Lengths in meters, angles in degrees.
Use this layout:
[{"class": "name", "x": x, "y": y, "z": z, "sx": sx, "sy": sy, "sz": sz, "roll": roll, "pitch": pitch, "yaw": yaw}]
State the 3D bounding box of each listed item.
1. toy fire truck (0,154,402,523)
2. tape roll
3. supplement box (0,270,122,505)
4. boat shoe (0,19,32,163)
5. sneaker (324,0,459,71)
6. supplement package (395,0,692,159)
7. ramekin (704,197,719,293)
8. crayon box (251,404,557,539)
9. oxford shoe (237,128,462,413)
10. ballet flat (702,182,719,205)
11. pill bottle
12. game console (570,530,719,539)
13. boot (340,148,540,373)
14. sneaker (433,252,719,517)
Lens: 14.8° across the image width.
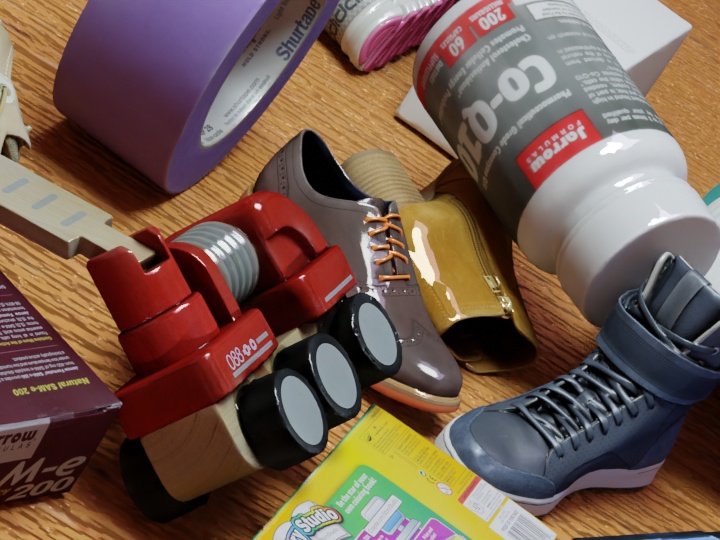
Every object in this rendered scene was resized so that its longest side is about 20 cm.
[{"class": "toy fire truck", "x": -0.096, "y": 0.005, "z": 1.379, "sx": 0.201, "sy": 0.128, "sz": 0.176, "roll": 62, "pitch": 26, "yaw": -7}, {"class": "tape roll", "x": -0.085, "y": -0.149, "z": 1.605, "sx": 0.085, "sy": 0.200, "sz": 0.200, "roll": 36, "pitch": 26, "yaw": 6}, {"class": "supplement box", "x": -0.218, "y": 0.024, "z": 1.310, "sx": 0.200, "sy": 0.061, "sz": 0.109, "roll": 45, "pitch": 28, "yaw": 25}, {"class": "boat shoe", "x": -0.212, "y": -0.072, "z": 1.482, "sx": 0.065, "sy": 0.072, "sz": 0.200, "roll": 37, "pitch": 25, "yaw": -15}, {"class": "sneaker", "x": 0.022, "y": -0.205, "z": 1.970, "sx": 0.087, "sy": 0.074, "sz": 0.200, "roll": 44, "pitch": 32, "yaw": 9}, {"class": "supplement package", "x": 0.130, "y": -0.140, "z": 1.932, "sx": 0.117, "sy": 0.118, "sz": 0.200, "roll": 37, "pitch": 26, "yaw": 10}, {"class": "ramekin", "x": 0.262, "y": 0.039, "z": 1.717, "sx": 0.202, "sy": 0.094, "sz": 0.202, "roll": 44, "pitch": 6, "yaw": -6}, {"class": "crayon box", "x": 0.010, "y": 0.152, "z": 1.350, "sx": 0.118, "sy": 0.058, "sz": 0.200, "roll": 35, "pitch": 26, "yaw": 6}, {"class": "oxford shoe", "x": 0.000, "y": 0.000, "z": 1.587, "sx": 0.071, "sy": 0.073, "sz": 0.200, "roll": 0, "pitch": 41, "yaw": -49}, {"class": "ballet flat", "x": 0.255, "y": -0.011, "z": 1.932, "sx": 0.066, "sy": 0.070, "sz": 0.200, "roll": 59, "pitch": 28, "yaw": -8}, {"class": "pill bottle", "x": 0.124, "y": -0.070, "z": 1.658, "sx": 0.113, "sy": 0.114, "sz": 0.200, "roll": 5, "pitch": 43, "yaw": -45}, {"class": "game console", "x": 0.219, "y": 0.127, "z": 1.496, "sx": 0.172, "sy": 0.120, "sz": 0.199, "roll": 18, "pitch": 10, "yaw": 43}, {"class": "boot", "x": 0.074, "y": -0.001, "z": 1.700, "sx": 0.201, "sy": 0.071, "sz": 0.144, "roll": 5, "pitch": 48, "yaw": -54}, {"class": "sneaker", "x": 0.134, "y": 0.060, "z": 1.556, "sx": 0.077, "sy": 0.147, "sz": 0.202, "roll": 47, "pitch": 30, "yaw": 24}]
